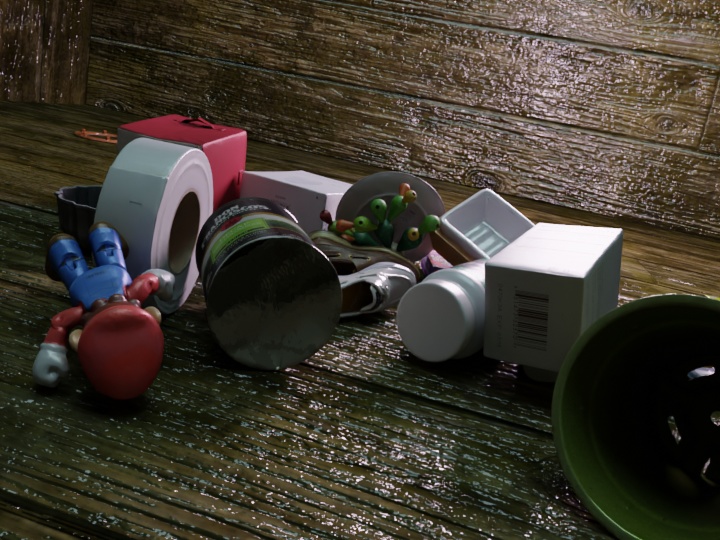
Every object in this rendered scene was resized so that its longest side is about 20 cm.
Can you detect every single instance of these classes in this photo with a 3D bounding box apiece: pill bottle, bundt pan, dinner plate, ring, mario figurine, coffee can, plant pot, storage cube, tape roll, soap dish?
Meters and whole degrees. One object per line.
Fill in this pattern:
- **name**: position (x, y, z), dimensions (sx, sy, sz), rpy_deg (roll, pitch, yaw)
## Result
- **pill bottle**: position (0.134, 0.050, 0.858), dimensions (0.112, 0.115, 0.199), rpy_deg (19, 16, 29)
- **bundt pan**: position (-0.373, -0.076, 1.037), dimensions (0.198, 0.077, 0.202), rpy_deg (10, 15, -3)
- **dinner plate**: position (0.053, -0.081, 1.164), dimensions (0.197, 0.202, 0.024), rpy_deg (9, 37, -7)
- **ring**: position (-0.861, -0.456, 2.237), dimensions (0.197, 0.020, 0.201), rpy_deg (10, 14, -3)
- **mario figurine**: position (-0.240, 0.048, 0.627), dimensions (0.106, 0.123, 0.201), rpy_deg (40, 10, -49)
- **coffee can**: position (-0.114, 0.007, 0.774), dimensions (0.144, 0.149, 0.200), rpy_deg (5, 16, -19)
- **plant pot**: position (0.297, 0.133, 0.579), dimensions (0.198, 0.203, 0.189), rpy_deg (22, 5, 39)
- **storage cube**: position (-0.326, -0.172, 1.215), dimensions (0.168, 0.203, 0.180), rpy_deg (14, 21, 11)
- **tape roll**: position (-0.243, -0.053, 0.797), dimensions (0.070, 0.206, 0.203), rpy_deg (12, 14, 4)
- **soap dish**: position (0.232, -0.037, 1.142), dimensions (0.156, 0.082, 0.200), rpy_deg (-32, 63, -32)

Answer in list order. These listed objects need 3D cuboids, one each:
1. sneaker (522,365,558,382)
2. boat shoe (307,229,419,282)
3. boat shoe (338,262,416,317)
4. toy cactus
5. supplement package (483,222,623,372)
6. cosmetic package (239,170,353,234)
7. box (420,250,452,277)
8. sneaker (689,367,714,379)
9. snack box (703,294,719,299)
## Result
- **sneaker**: position (0.298, 0.104, 0.855), dimensions (0.196, 0.072, 0.099), rpy_deg (6, 19, -1)
- **boat shoe**: position (0.000, 0.000, 1.071), dimensions (0.197, 0.072, 0.068), rpy_deg (17, 47, -8)
- **boat shoe**: position (0.007, 0.033, 0.916), dimensions (0.197, 0.072, 0.070), rpy_deg (-4, 19, -34)
- **toy cactus**: position (0.041, -0.057, 1.111), dimensions (0.197, 0.166, 0.103), rpy_deg (-8, 41, 13)
- **supplement package**: position (0.238, 0.025, 0.804), dimensions (0.116, 0.119, 0.199), rpy_deg (8, 21, 32)
- **cosmetic package**: position (-0.101, -0.116, 1.295), dimensions (0.197, 0.125, 0.199), rpy_deg (18, 18, 28)
- **box**: position (0.216, 0.008, 1.224), dimensions (0.196, 0.040, 0.137), rpy_deg (10, 14, -4)
- **sneaker**: position (0.515, 0.142, 0.851), dimensions (0.197, 0.083, 0.070), rpy_deg (16, 16, 20)
- **snack box**: position (0.702, 0.114, 1.127), dimensions (0.166, 0.069, 0.200), rpy_deg (10, 16, -4)
